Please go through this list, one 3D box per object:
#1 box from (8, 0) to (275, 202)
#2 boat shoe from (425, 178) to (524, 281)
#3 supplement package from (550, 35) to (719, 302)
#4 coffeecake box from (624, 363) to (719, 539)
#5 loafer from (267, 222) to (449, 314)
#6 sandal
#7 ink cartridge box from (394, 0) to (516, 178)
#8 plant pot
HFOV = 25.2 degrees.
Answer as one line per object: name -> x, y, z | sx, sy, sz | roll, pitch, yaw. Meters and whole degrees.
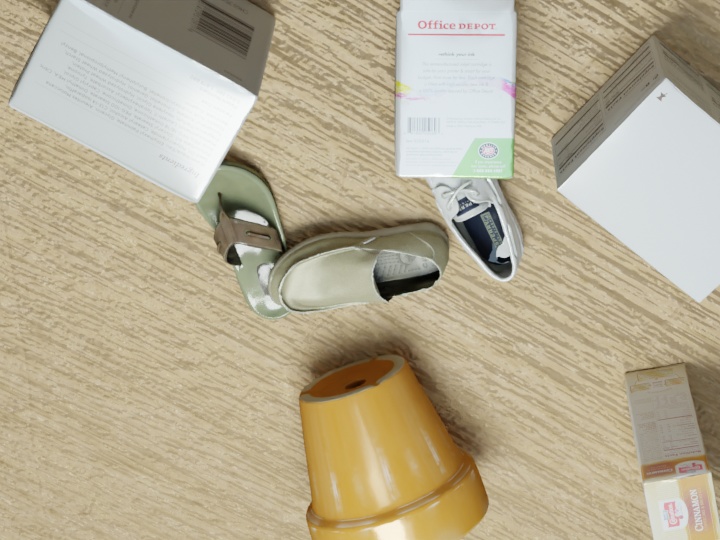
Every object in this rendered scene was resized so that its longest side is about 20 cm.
box -> -0.200, -0.198, 1.517 | 0.199, 0.200, 0.131 | 27, 117, -13
boat shoe -> 0.113, -0.077, 1.647 | 0.073, 0.066, 0.201 | -29, 114, 19
supplement package -> 0.314, -0.099, 1.599 | 0.199, 0.111, 0.156 | 36, 115, -16
coffeecake box -> 0.339, 0.222, 1.729 | 0.072, 0.201, 0.155 | -10, 119, 9
loafer -> 0.000, 0.000, 1.679 | 0.198, 0.068, 0.076 | -16, 117, -2
sandal -> -0.116, -0.029, 1.691 | 0.079, 0.058, 0.202 | -19, 117, 13
ink cartridge box -> 0.092, -0.194, 1.555 | 0.116, 0.067, 0.202 | 1, 102, 2
plant pot -> 0.018, 0.201, 1.751 | 0.198, 0.200, 0.185 | -17, 103, 12
